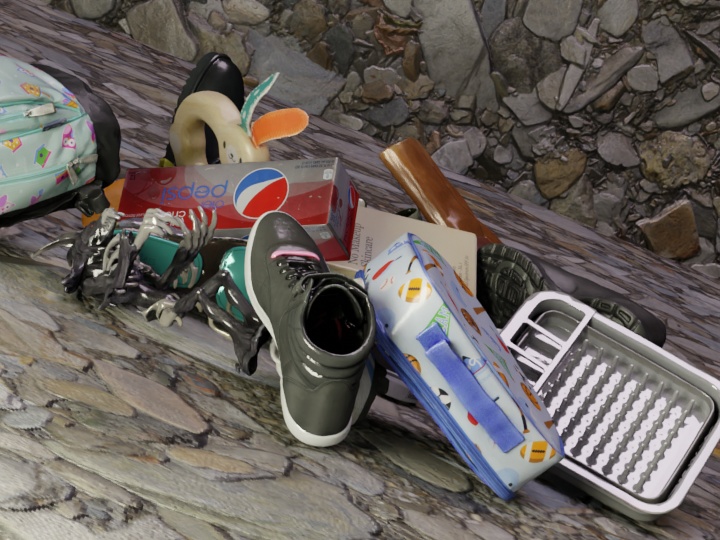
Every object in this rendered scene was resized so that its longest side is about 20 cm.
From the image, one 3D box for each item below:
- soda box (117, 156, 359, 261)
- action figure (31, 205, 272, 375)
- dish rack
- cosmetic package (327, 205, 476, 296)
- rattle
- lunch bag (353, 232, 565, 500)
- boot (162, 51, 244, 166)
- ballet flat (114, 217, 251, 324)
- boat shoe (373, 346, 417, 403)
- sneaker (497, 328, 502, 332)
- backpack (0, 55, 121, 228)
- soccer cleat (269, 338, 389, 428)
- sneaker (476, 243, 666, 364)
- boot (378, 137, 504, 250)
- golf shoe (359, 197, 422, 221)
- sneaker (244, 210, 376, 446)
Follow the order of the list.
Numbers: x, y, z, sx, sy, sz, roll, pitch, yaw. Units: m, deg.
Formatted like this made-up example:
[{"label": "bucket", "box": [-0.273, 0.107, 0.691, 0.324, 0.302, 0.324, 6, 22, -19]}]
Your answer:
[{"label": "soda box", "box": [-0.105, -0.047, 1.620, 0.198, 0.070, 0.063, -2, -29, 20]}, {"label": "action figure", "box": [-0.149, -0.003, 1.466, 0.199, 0.103, 0.119, 26, 17, 9]}, {"label": "dish rack", "box": [0.193, 0.116, 1.568, 0.199, 0.044, 0.172, 29, 46, 15]}, {"label": "cosmetic package", "box": [0.000, 0.000, 1.706, 0.198, 0.073, 0.104, 13, 36, -7]}, {"label": "rattle", "box": [-0.150, -0.101, 1.682, 0.142, 0.131, 0.200, 1, -7, -27]}, {"label": "lunch bag", "box": [0.068, 0.069, 1.421, 0.200, 0.075, 0.160, 51, 8, -16]}, {"label": "boot", "box": [-0.108, -0.097, 1.818, 0.162, 0.200, 0.073, 17, -5, 28]}, {"label": "ballet flat", "box": [-0.124, 0.001, 1.582, 0.199, 0.073, 0.072, 17, 10, -8]}, {"label": "boat shoe", "box": [-0.025, 0.042, 1.611, 0.199, 0.067, 0.070, 27, 10, 23]}, {"label": "sneaker", "box": [0.150, 0.107, 1.635, 0.199, 0.076, 0.088, 20, 10, -13]}, {"label": "backpack", "box": [-0.302, -0.098, 1.463, 0.166, 0.128, 0.199, 14, 22, 37]}, {"label": "soccer cleat", "box": [-0.029, 0.057, 1.475, 0.086, 0.070, 0.200, 25, 12, -12]}, {"label": "sneaker", "box": [0.184, 0.035, 1.705, 0.199, 0.076, 0.091, 31, 18, 32]}, {"label": "boot", "box": [0.100, -0.038, 1.855, 0.200, 0.068, 0.188, 52, 20, 11]}, {"label": "golf shoe", "box": [0.053, -0.007, 1.829, 0.199, 0.098, 0.078, 21, 6, -28]}, {"label": "sneaker", "box": [-0.032, 0.016, 1.360, 0.070, 0.099, 0.201, 1, 51, -20]}]
